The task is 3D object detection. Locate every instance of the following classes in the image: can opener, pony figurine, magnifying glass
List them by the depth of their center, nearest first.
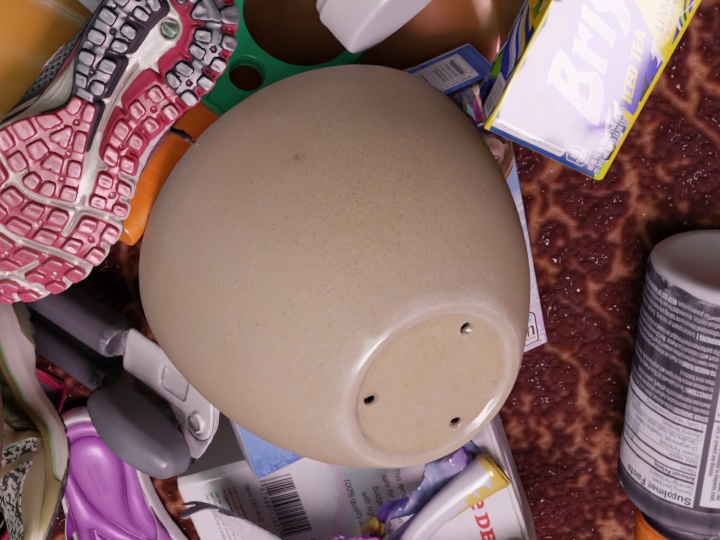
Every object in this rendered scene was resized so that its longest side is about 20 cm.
[{"bbox_3d":[-0.064,-0.094,0.778,0.079,0.022,0.200,37,68,3],"label":"magnifying glass"},{"bbox_3d":[0.011,0.186,0.861,0.200,0.167,0.193,-41,119,2],"label":"pony figurine"},{"bbox_3d":[-0.159,0.049,0.887,0.199,0.066,0.053,32,119,33],"label":"can opener"}]

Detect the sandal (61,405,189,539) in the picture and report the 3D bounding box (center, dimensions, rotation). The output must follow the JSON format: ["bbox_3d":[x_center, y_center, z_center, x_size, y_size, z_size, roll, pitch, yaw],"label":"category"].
[{"bbox_3d":[-0.162,0.186,1.007,0.082,0.050,0.204,-18,113,11],"label":"sandal"}]

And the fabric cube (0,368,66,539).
[{"bbox_3d":[-0.324,0.151,0.920,0.199,0.197,0.200,27,113,-9],"label":"fabric cube"}]

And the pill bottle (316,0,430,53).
[{"bbox_3d":[-0.037,-0.212,0.750,0.113,0.113,0.200,-41,86,20],"label":"pill bottle"}]

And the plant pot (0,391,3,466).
[{"bbox_3d":[-0.267,0.050,0.742,0.198,0.135,0.202,0,118,-1],"label":"plant pot"}]

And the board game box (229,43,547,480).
[{"bbox_3d":[0.000,0.000,0.849,0.199,0.043,0.200,-25,131,-11],"label":"board game box"}]

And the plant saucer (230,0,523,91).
[{"bbox_3d":[0.003,-0.135,0.856,0.198,0.038,0.202,1,114,3],"label":"plant saucer"}]

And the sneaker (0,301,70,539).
[{"bbox_3d":[-0.221,0.089,0.839,0.088,0.201,0.077,-2,132,-28],"label":"sneaker"}]

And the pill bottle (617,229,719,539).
[{"bbox_3d":[0.213,0.085,0.908,0.105,0.106,0.202,4,116,1],"label":"pill bottle"}]

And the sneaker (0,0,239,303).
[{"bbox_3d":[-0.127,-0.066,0.718,0.081,0.075,0.200,41,100,-16],"label":"sneaker"}]

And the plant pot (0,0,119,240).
[{"bbox_3d":[-0.191,-0.104,0.810,0.182,0.201,0.201,20,116,-24],"label":"plant pot"}]

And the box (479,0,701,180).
[{"bbox_3d":[0.131,-0.151,0.730,0.070,0.064,0.201,23,114,-8],"label":"box"}]

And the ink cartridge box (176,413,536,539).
[{"bbox_3d":[0.003,0.149,0.961,0.198,0.084,0.146,-16,113,10],"label":"ink cartridge box"}]

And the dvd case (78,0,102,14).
[{"bbox_3d":[-0.173,-0.228,0.766,0.200,0.143,0.018,43,126,-15],"label":"dvd case"}]

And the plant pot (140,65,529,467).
[{"bbox_3d":[0.007,0.019,0.743,0.199,0.135,0.202,-16,128,-21],"label":"plant pot"}]
